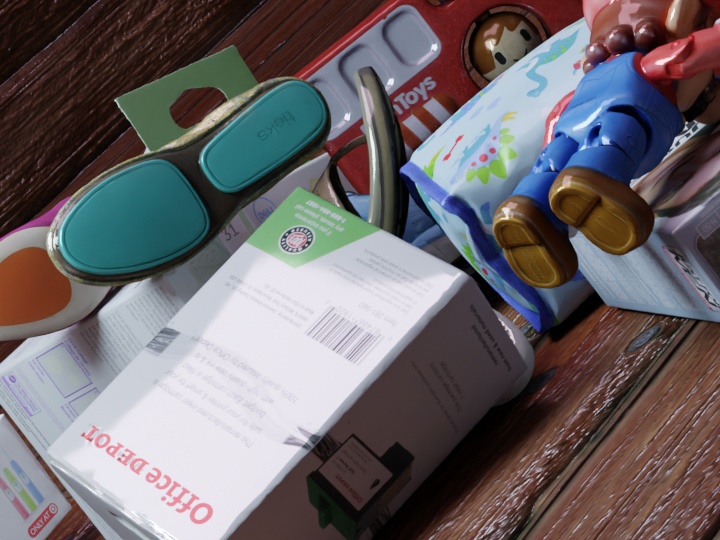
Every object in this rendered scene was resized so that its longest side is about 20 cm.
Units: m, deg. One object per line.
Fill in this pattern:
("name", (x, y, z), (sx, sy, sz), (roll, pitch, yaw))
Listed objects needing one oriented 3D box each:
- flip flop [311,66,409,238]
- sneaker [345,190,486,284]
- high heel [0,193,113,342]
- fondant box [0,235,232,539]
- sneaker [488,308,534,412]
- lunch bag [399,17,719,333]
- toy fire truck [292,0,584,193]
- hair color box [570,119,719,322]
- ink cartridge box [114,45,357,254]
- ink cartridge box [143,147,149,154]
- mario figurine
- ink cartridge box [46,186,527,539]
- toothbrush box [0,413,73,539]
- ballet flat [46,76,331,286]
("flip flop", (-0.004, -0.020, 1.713), (0.057, 0.201, 0.081), (3, 0, 7))
("sneaker", (0.000, 0.000, 1.794), (0.200, 0.090, 0.078), (-34, -23, 0))
("high heel", (-0.178, -0.010, 1.758), (0.200, 0.068, 0.096), (-25, 13, -26))
("fondant box", (-0.119, 0.078, 1.771), (0.200, 0.144, 0.058), (-28, 12, 46))
("sneaker", (0.014, 0.067, 1.584), (0.199, 0.085, 0.075), (-3, 51, 32))
("lunch bag", (0.116, -0.070, 1.647), (0.170, 0.128, 0.200), (-39, 19, -1))
("toy fire truck", (0.069, -0.111, 1.870), (0.200, 0.168, 0.112), (-39, 10, -2))
("hair color box", (0.174, -0.029, 1.450), (0.099, 0.061, 0.200), (-40, 11, -9))
("ink cartridge box", (-0.054, -0.055, 1.901), (0.048, 0.200, 0.145), (-31, 0, 36))
("ink cartridge box", (-0.144, 0.017, 2.013), (0.200, 0.117, 0.067), (-62, -5, 30))
("mario figurine", (0.144, -0.070, 1.421), (0.123, 0.106, 0.200), (9, 47, 25))
("ink cartridge box", (-0.039, 0.072, 1.485), (0.200, 0.084, 0.146), (-47, 42, -13))
("toothbrush box", (-0.312, 0.190, 1.943), (0.200, 0.086, 0.146), (-23, 19, 43))
("ballet flat", (-0.102, -0.046, 1.699), (0.200, 0.071, 0.071), (-35, 8, -25))
